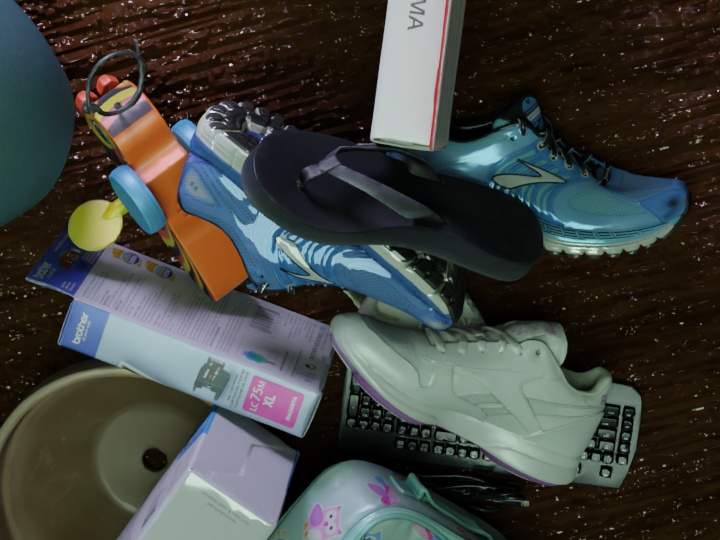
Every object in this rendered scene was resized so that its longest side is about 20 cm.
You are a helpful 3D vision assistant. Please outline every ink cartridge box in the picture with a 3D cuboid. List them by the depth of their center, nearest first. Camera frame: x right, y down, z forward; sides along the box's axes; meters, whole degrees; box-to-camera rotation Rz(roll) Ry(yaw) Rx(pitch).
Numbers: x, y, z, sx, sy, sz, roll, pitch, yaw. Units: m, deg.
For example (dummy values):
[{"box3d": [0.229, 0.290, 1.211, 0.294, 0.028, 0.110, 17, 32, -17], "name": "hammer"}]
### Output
[{"box3d": [0.040, -0.172, 1.538, 0.044, 0.176, 0.202, 7, 94, 5], "name": "ink cartridge box"}, {"box3d": [-0.125, 0.192, 1.644, 0.068, 0.115, 0.200, 34, 110, -5], "name": "ink cartridge box"}, {"box3d": [-0.116, 0.037, 1.684, 0.199, 0.119, 0.042, 23, 109, -1], "name": "ink cartridge box"}]

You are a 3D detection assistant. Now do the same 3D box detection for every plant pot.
[{"box3d": [-0.259, -0.099, 1.636, 0.134, 0.200, 0.201, 13, 116, -38], "name": "plant pot"}, {"box3d": [-0.145, 0.141, 1.738, 0.199, 0.093, 0.203, 2, 110, 6], "name": "plant pot"}]

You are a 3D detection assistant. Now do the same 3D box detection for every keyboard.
[{"box3d": [0.083, 0.115, 1.730, 0.198, 0.040, 0.105, 7, 109, 6], "name": "keyboard"}]

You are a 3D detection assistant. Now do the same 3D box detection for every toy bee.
[{"box3d": [-0.131, -0.080, 1.666, 0.130, 0.109, 0.201, -19, 125, -24], "name": "toy bee"}]

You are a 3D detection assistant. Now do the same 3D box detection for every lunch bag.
[{"box3d": [0.018, 0.215, 1.704, 0.161, 0.077, 0.199, -48, 133, 13], "name": "lunch bag"}]

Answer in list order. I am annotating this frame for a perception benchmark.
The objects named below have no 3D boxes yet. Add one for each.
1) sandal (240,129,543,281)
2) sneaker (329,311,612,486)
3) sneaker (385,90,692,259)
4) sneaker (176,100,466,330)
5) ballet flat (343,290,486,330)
[{"box3d": [0.022, -0.048, 1.566, 0.199, 0.077, 0.043, 12, 138, -24], "name": "sandal"}, {"box3d": [0.071, 0.059, 1.660, 0.199, 0.075, 0.100, 26, 102, -25], "name": "sneaker"}, {"box3d": [0.111, -0.064, 1.645, 0.198, 0.078, 0.091, 10, 107, 4], "name": "sneaker"}, {"box3d": [-0.025, -0.021, 1.618, 0.199, 0.079, 0.089, 32, 121, -2], "name": "sneaker"}, {"box3d": [0.000, 0.000, 1.684, 0.072, 0.072, 0.200, -40, 98, 18], "name": "ballet flat"}]
